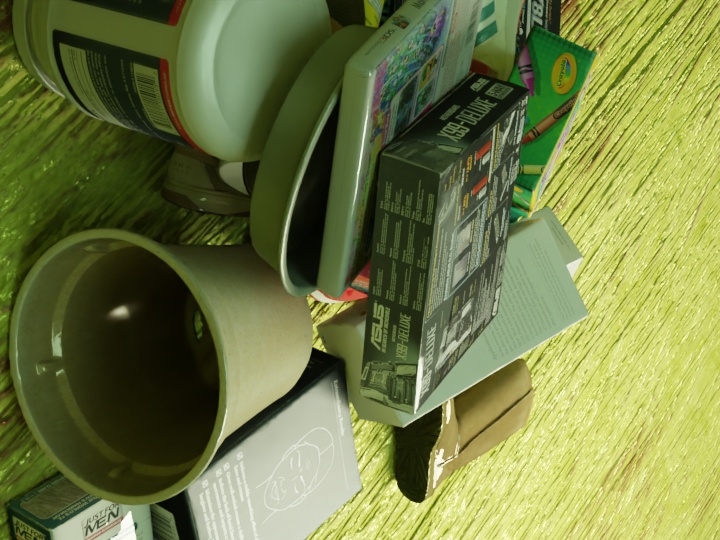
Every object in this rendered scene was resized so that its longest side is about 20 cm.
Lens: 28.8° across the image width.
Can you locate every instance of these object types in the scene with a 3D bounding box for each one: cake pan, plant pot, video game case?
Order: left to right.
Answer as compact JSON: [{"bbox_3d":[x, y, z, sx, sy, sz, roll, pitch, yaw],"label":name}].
[{"bbox_3d":[-0.136,0.058,1.087,0.183,0.198,0.203,-16,119,-61],"label":"plant pot"},{"bbox_3d":[-0.018,-0.080,0.967,0.201,0.036,0.201,-57,162,-29],"label":"cake pan"},{"bbox_3d":[0.030,-0.106,0.975,0.182,0.023,0.202,-51,159,-41],"label":"video game case"}]

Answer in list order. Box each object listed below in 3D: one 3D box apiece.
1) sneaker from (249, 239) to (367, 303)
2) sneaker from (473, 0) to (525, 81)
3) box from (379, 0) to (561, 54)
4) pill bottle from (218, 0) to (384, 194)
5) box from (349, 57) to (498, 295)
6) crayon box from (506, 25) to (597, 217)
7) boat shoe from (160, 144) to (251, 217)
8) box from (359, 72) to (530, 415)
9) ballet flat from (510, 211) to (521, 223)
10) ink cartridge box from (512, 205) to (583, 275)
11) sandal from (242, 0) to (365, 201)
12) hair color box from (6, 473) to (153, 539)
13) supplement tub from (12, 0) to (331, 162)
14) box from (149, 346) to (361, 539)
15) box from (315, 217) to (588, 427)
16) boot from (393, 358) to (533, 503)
[{"bbox_3d":[0.000,0.000,1.271,0.199,0.114,0.080,2,98,-52],"label":"sneaker"},{"bbox_3d":[0.094,-0.221,1.219,0.070,0.092,0.203,-154,-104,-83],"label":"sneaker"},{"bbox_3d":[0.097,-0.221,1.278,0.196,0.049,0.203,5,87,-36],"label":"box"},{"bbox_3d":[-0.049,-0.161,1.107,0.112,0.111,0.203,36,61,-52],"label":"pill bottle"},{"bbox_3d":[0.024,-0.085,1.147,0.094,0.102,0.203,20,84,-26],"label":"box"},{"bbox_3d":[0.143,-0.118,1.171,0.200,0.058,0.120,34,81,-83],"label":"crayon box"},{"bbox_3d":[-0.078,-0.079,1.177,0.199,0.071,0.065,2,105,-51],"label":"boat shoe"},{"bbox_3d":[0.061,-0.020,1.020,0.158,0.049,0.202,-44,146,-49],"label":"box"},{"bbox_3d":[0.088,-0.117,1.337,0.199,0.071,0.072,32,80,-30],"label":"ballet flat"},{"bbox_3d":[0.110,0.026,1.383,0.198,0.068,0.117,-26,160,-17],"label":"ink cartridge box"},{"bbox_3d":[-0.039,-0.141,1.014,0.081,0.054,0.203,16,84,-19],"label":"sandal"},{"bbox_3d":[-0.221,0.262,1.152,0.100,0.060,0.203,-28,127,-43],"label":"hair color box"},{"bbox_3d":[-0.131,-0.162,0.964,0.140,0.198,0.142,-26,125,-43],"label":"supplement tub"},{"bbox_3d":[-0.106,0.170,1.222,0.199,0.106,0.150,-35,130,-37],"label":"box"},{"bbox_3d":[0.078,0.045,1.237,0.198,0.124,0.098,-28,96,-17],"label":"box"},{"bbox_3d":[0.118,0.143,1.540,0.199,0.066,0.177,-29,139,-41],"label":"boot"}]
